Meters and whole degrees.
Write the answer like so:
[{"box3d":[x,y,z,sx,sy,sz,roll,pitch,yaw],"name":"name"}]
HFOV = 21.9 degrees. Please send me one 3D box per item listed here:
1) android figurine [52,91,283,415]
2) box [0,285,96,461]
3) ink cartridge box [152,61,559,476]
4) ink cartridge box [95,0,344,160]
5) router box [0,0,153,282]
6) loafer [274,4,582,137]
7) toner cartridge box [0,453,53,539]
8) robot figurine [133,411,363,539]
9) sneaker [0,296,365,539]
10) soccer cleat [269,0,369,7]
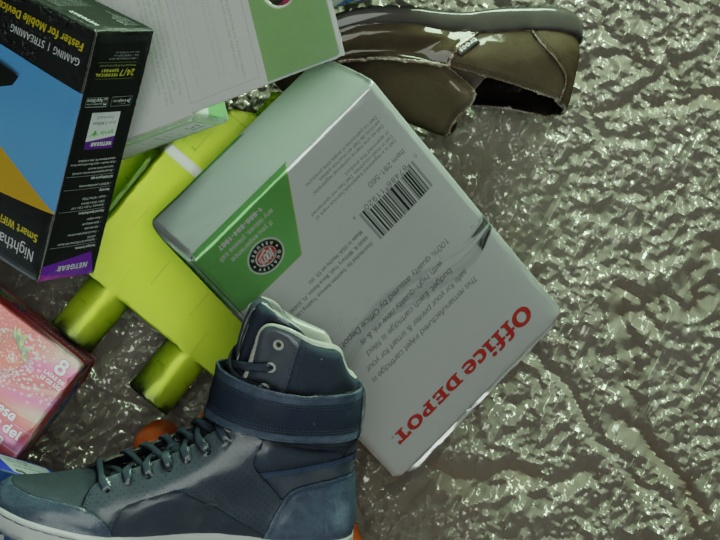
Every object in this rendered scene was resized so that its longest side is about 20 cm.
[{"box3d":[-0.091,-0.017,1.138,0.182,0.041,0.200,38,84,-12],"name":"android figurine"},{"box3d":[-0.266,0.033,1.108,0.200,0.103,0.095,37,88,-1],"name":"box"},{"box3d":[0.000,0.000,1.097,0.146,0.084,0.200,-44,118,-6],"name":"ink cartridge box"},{"box3d":[-0.102,-0.154,1.060,0.200,0.048,0.146,-17,82,23],"name":"ink cartridge box"},{"box3d":[-0.217,-0.102,1.066,0.200,0.051,0.150,29,112,32],"name":"router box"},{"box3d":[0.043,-0.119,1.133,0.199,0.073,0.071,-5,77,-8],"name":"loafer"},{"box3d":[-0.242,0.197,1.033,0.095,0.043,0.201,21,90,-31],"name":"toner cartridge box"},{"box3d":[-0.081,0.183,1.112,0.144,0.116,0.201,-17,91,-39],"name":"robot figurine"},{"box3d":[-0.095,0.083,1.004,0.202,0.077,0.147,4,104,-15],"name":"sneaker"},{"box3d":[-0.041,-0.174,1.112,0.199,0.086,0.070,-13,84,17],"name":"soccer cleat"}]
